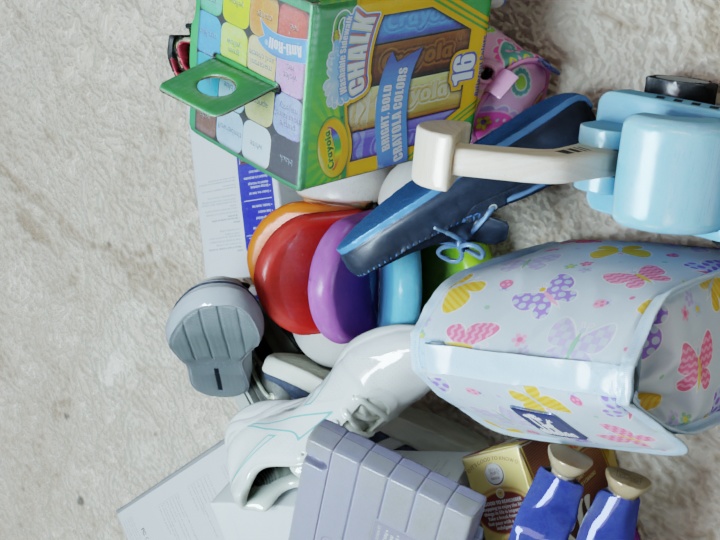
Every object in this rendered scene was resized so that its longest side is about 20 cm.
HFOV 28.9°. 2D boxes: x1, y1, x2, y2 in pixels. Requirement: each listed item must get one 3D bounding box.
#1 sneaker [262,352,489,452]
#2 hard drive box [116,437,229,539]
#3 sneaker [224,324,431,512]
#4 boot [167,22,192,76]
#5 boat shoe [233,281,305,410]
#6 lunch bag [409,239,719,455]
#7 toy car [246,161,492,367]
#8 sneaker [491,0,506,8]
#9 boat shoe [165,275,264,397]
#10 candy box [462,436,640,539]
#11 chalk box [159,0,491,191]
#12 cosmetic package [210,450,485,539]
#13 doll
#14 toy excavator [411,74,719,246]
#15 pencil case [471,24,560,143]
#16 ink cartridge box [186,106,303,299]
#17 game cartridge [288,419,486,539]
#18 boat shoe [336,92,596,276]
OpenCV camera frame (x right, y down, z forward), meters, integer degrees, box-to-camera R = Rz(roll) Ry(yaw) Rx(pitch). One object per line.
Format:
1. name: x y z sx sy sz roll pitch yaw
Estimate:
1. sneaker: 0.000 0.135 1.104 0.200 0.075 0.085 27 103 20
2. hard drive box: -0.108 0.238 1.237 0.200 0.077 0.156 -35 76 39
3. sneaker: -0.015 0.112 1.000 0.200 0.070 0.080 -35 31 22
4. boot: -0.090 -0.199 1.087 0.073 0.154 0.204 -41 73 37
5. boat shoe: -0.066 0.097 1.179 0.200 0.071 0.064 52 127 22
6. lunch bag: 0.150 0.050 0.904 0.169 0.200 0.127 3 100 39
7. toy car: 0.000 0.000 1.052 0.200 0.150 0.175 12 105 38
8. sneaker: 0.097 -0.277 0.977 0.200 0.082 0.074 -66 25 9
9. boat shoe: -0.114 0.037 1.084 0.200 0.073 0.067 110 160 -65
10. candy box: 0.150 0.210 0.989 0.056 0.117 0.200 -21 85 40
11. chalk box: -0.031 -0.137 0.900 0.125 0.200 0.124 31 125 39
12. cosmetic package: 0.000 0.198 1.042 0.200 0.081 0.113 -6 115 32
13. doll: 0.127 0.220 0.905 0.136 0.048 0.200 20 101 5
14. toy excavator: 0.158 -0.069 0.873 0.194 0.200 0.100 17 108 35
15. pencil case: 0.047 -0.167 1.023 0.200 0.087 0.088 41 122 29
16. ink cartridge box: -0.095 -0.073 1.185 0.099 0.039 0.200 -5 90 40
17. game cartridge: 0.011 0.206 0.968 0.129 0.038 0.200 22 127 13
18. boat shoe: 0.081 -0.045 0.942 0.200 0.084 0.069 -30 103 2
